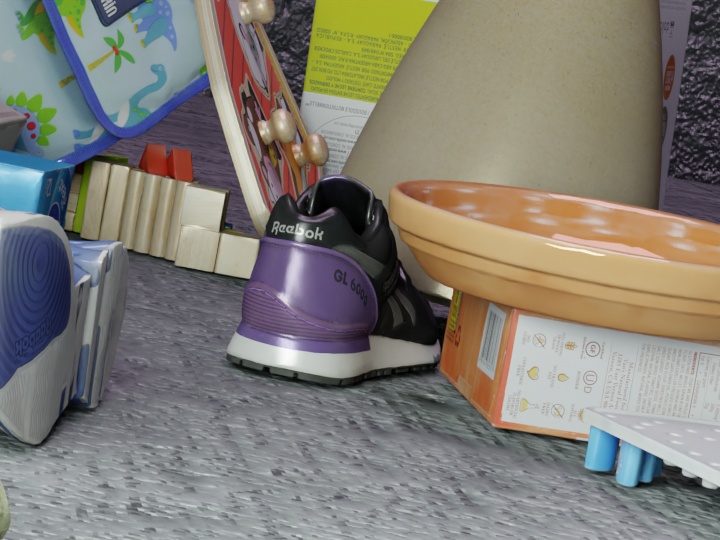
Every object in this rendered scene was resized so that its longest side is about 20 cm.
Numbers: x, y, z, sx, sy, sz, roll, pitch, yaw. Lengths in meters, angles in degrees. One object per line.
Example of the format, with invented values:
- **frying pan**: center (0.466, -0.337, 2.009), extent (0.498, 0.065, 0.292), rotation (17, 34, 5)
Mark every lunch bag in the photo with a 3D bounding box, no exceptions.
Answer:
- **lunch bag**: center (-0.188, -0.149, 1.674), extent (0.199, 0.171, 0.127), rotation (-26, 22, -8)

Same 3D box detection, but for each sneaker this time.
- **sneaker**: center (-0.159, 0.015, 1.074), extent (0.115, 0.081, 0.199), rotation (7, -1, 6)
- **sneaker**: center (0.000, 0.000, 1.379), extent (0.075, 0.088, 0.200), rotation (11, 6, 12)

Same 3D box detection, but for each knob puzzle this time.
- **knob puzzle**: center (-0.047, -0.083, 1.694), extent (0.030, 0.221, 0.220), rotation (-17, 2, 10)

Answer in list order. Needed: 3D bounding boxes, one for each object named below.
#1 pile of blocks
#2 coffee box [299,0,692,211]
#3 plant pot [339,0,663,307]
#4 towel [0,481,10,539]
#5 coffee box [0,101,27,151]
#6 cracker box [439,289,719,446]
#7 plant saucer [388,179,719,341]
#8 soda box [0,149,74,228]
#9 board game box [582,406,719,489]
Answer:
- **pile of blocks**: center (-0.123, -0.045, 1.716), extent (0.199, 0.062, 0.082), rotation (16, 8, 38)
- **coffee box**: center (0.085, -0.096, 1.905), extent (0.199, 0.199, 0.200), rotation (10, 7, 20)
- **plant pot**: center (0.085, -0.075, 1.561), extent (0.186, 0.201, 0.187), rotation (16, -1, 0)
- **towel**: center (-0.210, 0.050, 0.797), extent (0.199, 0.037, 0.148), rotation (13, 7, 23)
- **coffee box**: center (-0.288, -0.093, 1.534), extent (0.199, 0.080, 0.113), rotation (29, 8, 3)
- **cracker box**: center (0.146, 0.047, 1.339), extent (0.199, 0.058, 0.134), rotation (10, 6, -10)
- **plant saucer**: center (0.108, -0.003, 1.302), extent (0.199, 0.038, 0.200), rotation (10, 9, -2)
- **soda box**: center (-0.246, -0.039, 1.436), extent (0.199, 0.065, 0.068), rotation (11, 6, 7)
- **board game box**: center (0.213, 0.096, 1.150), extent (0.199, 0.026, 0.200), rotation (8, 6, -23)
